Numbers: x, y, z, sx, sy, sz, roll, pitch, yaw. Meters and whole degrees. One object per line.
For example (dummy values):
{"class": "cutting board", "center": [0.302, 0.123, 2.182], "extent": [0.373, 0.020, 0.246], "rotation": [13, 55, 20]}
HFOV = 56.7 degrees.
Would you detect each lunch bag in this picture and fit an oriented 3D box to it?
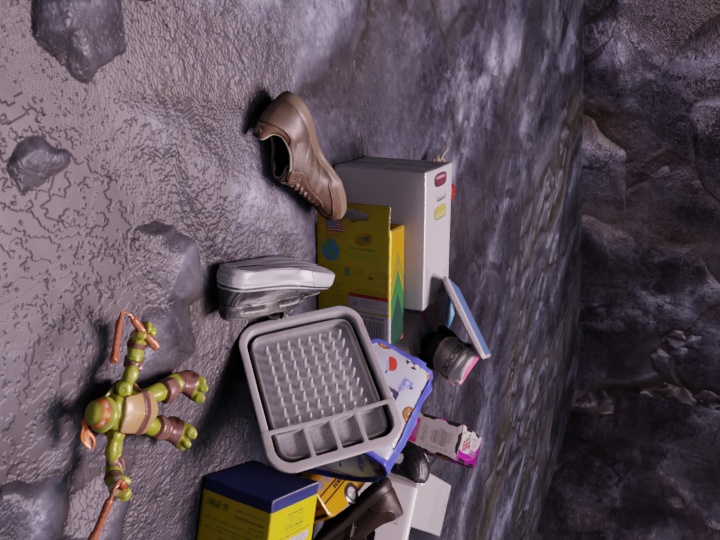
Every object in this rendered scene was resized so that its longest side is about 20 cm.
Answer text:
{"class": "lunch bag", "center": [-0.014, 0.186, 0.912], "extent": [0.171, 0.195, 0.126], "rotation": [-54, 136, -40]}

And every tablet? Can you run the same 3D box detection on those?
{"class": "tablet", "center": [0.169, 0.078, 1.052], "extent": [0.133, 0.013, 0.200], "rotation": [65, 10, 11]}

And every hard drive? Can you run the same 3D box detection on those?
{"class": "hard drive", "center": [0.010, 0.441, 1.084], "extent": [0.026, 0.128, 0.204], "rotation": [80, 24, -59]}

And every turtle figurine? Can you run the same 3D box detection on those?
{"class": "turtle figurine", "center": [-0.219, 0.148, 0.653], "extent": [0.161, 0.062, 0.207], "rotation": [28, 64, -69]}

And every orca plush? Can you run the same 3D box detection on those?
{"class": "orca plush", "center": [0.049, 0.243, 0.954], "extent": [0.200, 0.102, 0.073], "rotation": [145, -43, -82]}

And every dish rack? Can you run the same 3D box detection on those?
{"class": "dish rack", "center": [-0.053, 0.147, 0.824], "extent": [0.044, 0.167, 0.203], "rotation": [102, -29, -51]}

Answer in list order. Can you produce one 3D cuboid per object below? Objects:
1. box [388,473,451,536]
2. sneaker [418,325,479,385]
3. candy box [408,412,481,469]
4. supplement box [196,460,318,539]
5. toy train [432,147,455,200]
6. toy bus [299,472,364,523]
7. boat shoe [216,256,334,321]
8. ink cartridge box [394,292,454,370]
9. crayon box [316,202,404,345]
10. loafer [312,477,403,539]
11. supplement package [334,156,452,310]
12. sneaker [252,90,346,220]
{"class": "box", "center": [0.077, 0.416, 1.236], "extent": [0.200, 0.121, 0.100], "rotation": [48, 55, -56]}
{"class": "sneaker", "center": [0.137, 0.131, 1.067], "extent": [0.074, 0.087, 0.200], "rotation": [-52, 171, 0]}
{"class": "candy box", "center": [0.100, 0.282, 1.162], "extent": [0.136, 0.195, 0.063], "rotation": [44, 60, -59]}
{"class": "supplement box", "center": [-0.133, 0.359, 0.827], "extent": [0.109, 0.106, 0.207], "rotation": [8, 90, -62]}
{"class": "toy train", "center": [0.139, -0.125, 1.270], "extent": [0.117, 0.083, 0.202], "rotation": [82, 29, -47]}
{"class": "toy bus", "center": [-0.029, 0.312, 1.044], "extent": [0.079, 0.064, 0.199], "rotation": [57, 36, -2]}
{"class": "boat shoe", "center": [-0.110, 0.025, 0.845], "extent": [0.197, 0.071, 0.073], "rotation": [-2, 108, -52]}
{"class": "ink cartridge box", "center": [0.064, 0.102, 1.127], "extent": [0.203, 0.122, 0.130], "rotation": [-63, 147, -34]}
{"class": "crayon box", "center": [0.000, 0.000, 0.974], "extent": [0.051, 0.124, 0.206], "rotation": [-25, 120, -58]}
{"class": "loafer", "center": [-0.012, 0.404, 1.019], "extent": [0.200, 0.072, 0.073], "rotation": [-45, 174, 16]}
{"class": "supplement package", "center": [0.051, -0.062, 1.025], "extent": [0.110, 0.152, 0.206], "rotation": [-28, 122, -57]}
{"class": "sneaker", "center": [-0.082, -0.130, 0.867], "extent": [0.076, 0.070, 0.202], "rotation": [-45, 136, -21]}
